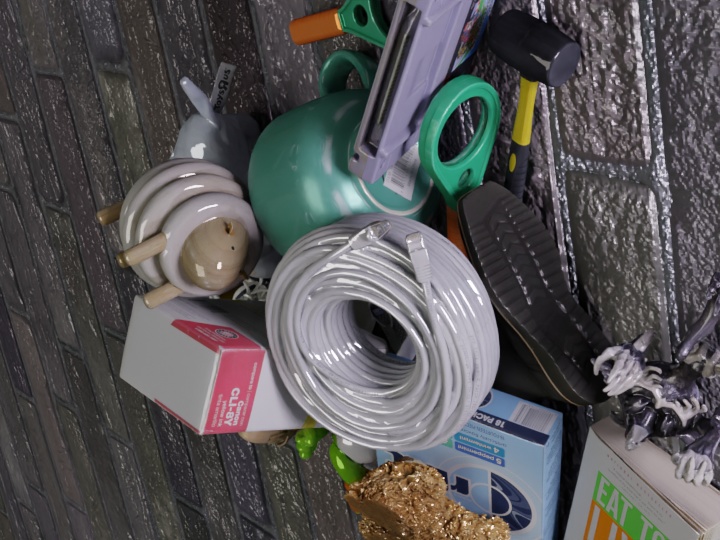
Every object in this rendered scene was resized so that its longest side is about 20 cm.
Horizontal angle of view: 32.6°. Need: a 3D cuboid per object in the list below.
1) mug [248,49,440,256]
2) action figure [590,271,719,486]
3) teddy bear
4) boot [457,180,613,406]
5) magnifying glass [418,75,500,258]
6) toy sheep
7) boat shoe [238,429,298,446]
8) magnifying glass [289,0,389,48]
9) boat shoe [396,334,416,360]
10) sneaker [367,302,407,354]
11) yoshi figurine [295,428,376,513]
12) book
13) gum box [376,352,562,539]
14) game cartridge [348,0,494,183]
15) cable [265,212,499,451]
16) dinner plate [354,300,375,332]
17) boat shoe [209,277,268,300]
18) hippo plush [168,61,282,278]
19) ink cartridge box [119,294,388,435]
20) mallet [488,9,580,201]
[{"bbox_3d":[-0.011,-0.094,1.067,0.114,0.152,0.185,-13,103,52],"label":"mug"},{"bbox_3d":[0.228,0.087,0.893,0.119,0.102,0.200,41,141,11],"label":"action figure"},{"bbox_3d":[0.069,0.236,1.118,0.200,0.067,0.145,43,148,-18],"label":"teddy bear"},{"bbox_3d":[0.115,0.033,1.038,0.200,0.077,0.138,62,152,-2],"label":"boot"},{"bbox_3d":[0.083,-0.073,1.020,0.022,0.080,0.200,33,146,35],"label":"magnifying glass"},{"bbox_3d":[-0.158,-0.039,1.109,0.200,0.138,0.138,47,145,50],"label":"toy sheep"},{"bbox_3d":[-0.096,0.155,1.343,0.071,0.065,0.200,22,178,13],"label":"boat shoe"},{"bbox_3d":[-0.002,-0.226,1.091,0.200,0.022,0.080,2,112,55],"label":"magnifying glass"},{"bbox_3d":[0.074,0.124,1.163,0.068,0.072,0.200,42,144,33],"label":"boat shoe"},{"bbox_3d":[0.000,0.000,1.179,0.200,0.082,0.075,63,147,5],"label":"sneaker"},{"bbox_3d":[-0.011,0.144,1.264,0.112,0.112,0.200,-24,93,44],"label":"yoshi figurine"},{"bbox_3d":[0.233,0.235,1.041,0.134,0.048,0.200,41,142,39],"label":"book"},{"bbox_3d":[0.096,0.181,1.117,0.170,0.045,0.200,17,137,25],"label":"gum box"},{"bbox_3d":[0.056,-0.171,0.946,0.038,0.130,0.200,36,140,16],"label":"game cartridge"},{"bbox_3d":[0.015,0.051,0.997,0.200,0.069,0.200,-13,109,38],"label":"cable"},{"bbox_3d":[-0.053,-0.006,1.308,0.200,0.024,0.200,35,137,40],"label":"dinner plate"},{"bbox_3d":[-0.120,0.042,1.373,0.202,0.075,0.086,43,154,52],"label":"boat shoe"},{"bbox_3d":[-0.106,-0.086,1.242,0.161,0.159,0.200,34,122,13],"label":"hippo plush"},{"bbox_3d":[-0.095,0.084,1.131,0.145,0.200,0.084,24,105,46],"label":"ink cartridge box"},{"bbox_3d":[0.135,-0.105,0.968,0.066,0.041,0.200,32,139,38],"label":"mallet"}]
